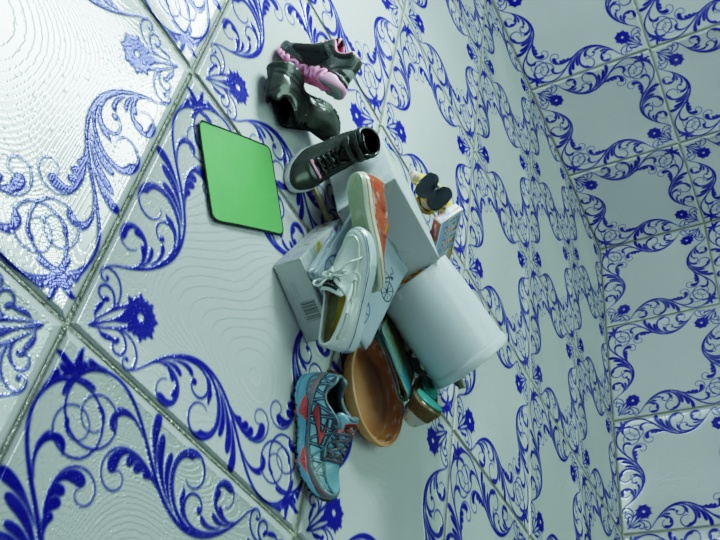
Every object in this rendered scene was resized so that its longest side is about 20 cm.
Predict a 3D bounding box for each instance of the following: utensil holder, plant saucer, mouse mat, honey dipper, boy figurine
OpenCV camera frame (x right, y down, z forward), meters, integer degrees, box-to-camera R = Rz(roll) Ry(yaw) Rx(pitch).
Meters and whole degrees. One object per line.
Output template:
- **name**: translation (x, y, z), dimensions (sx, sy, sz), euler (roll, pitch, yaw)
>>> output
- **utensil holder**: translation (0.155, 0.098, 1.582), dimensions (0.201, 0.170, 0.170), euler (54, 27, 2)
- **plant saucer**: translation (0.020, 0.221, 1.504), dimensions (0.200, 0.037, 0.202), euler (43, 40, -50)
- **mouse mat**: translation (-0.187, -0.143, 1.312), dimensions (0.199, 0.007, 0.163), euler (10, 68, -61)
- **honey dipper**: translation (-0.055, -0.085, 1.523), dimensions (0.201, 0.038, 0.038), euler (64, 28, -14)
- **boy figurine**: translation (0.143, -0.159, 1.713), dimensions (0.124, 0.064, 0.200), euler (46, -1, 0)

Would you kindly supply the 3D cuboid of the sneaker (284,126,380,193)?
- **sneaker**: translation (-0.045, -0.203, 1.465), dimensions (0.199, 0.099, 0.071), euler (-36, 107, -34)

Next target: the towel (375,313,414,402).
- **towel**: translation (0.066, 0.158, 1.567), dimensions (0.200, 0.021, 0.148), euler (-48, 118, -80)

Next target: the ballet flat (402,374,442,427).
- **ballet flat**: translation (0.110, 0.252, 1.544), dimensions (0.068, 0.072, 0.200), euler (40, 8, -4)

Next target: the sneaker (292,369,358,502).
- **sneaker**: translation (-0.049, 0.253, 1.278), dimensions (0.079, 0.095, 0.202), euler (17, 61, -60)

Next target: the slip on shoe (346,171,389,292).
- **slip on shoe**: translation (0.022, -0.064, 1.376), dimensions (0.061, 0.074, 0.202), euler (-1, 82, -36)

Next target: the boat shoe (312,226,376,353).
- **boat shoe**: translation (-0.035, 0.025, 1.306), dimensions (0.086, 0.074, 0.204), euler (17, 82, -45)

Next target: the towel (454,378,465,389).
- **towel**: translation (0.176, 0.142, 1.769), dimensions (0.193, 0.034, 0.202), euler (-145, -142, -79)

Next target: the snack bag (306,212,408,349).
- **snack bag**: translation (0.000, 0.000, 1.418), dimensions (0.189, 0.021, 0.201), euler (55, 47, -31)

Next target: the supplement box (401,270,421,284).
- **supplement box**: translation (0.090, -0.068, 1.769), dimensions (0.069, 0.066, 0.202), euler (1, 75, -63)

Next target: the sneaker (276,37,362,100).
- **sneaker**: translation (-0.070, -0.381, 1.484), dimensions (0.200, 0.096, 0.079), euler (37, -1, 38)

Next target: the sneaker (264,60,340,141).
- **sneaker**: translation (-0.110, -0.283, 1.488), dimensions (0.200, 0.075, 0.092), euler (39, 52, -41)

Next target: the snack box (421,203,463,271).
- **snack box**: translation (0.162, -0.039, 1.690), dimensions (0.072, 0.024, 0.201), euler (-32, 146, -36)

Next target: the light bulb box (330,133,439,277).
- **light bulb box**: translation (0.041, -0.115, 1.563), dimensions (0.199, 0.124, 0.201), euler (58, 10, -31)

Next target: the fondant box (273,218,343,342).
- **fondant box**: translation (-0.061, 0.013, 1.427), dimensions (0.146, 0.058, 0.200), euler (68, 26, -15)

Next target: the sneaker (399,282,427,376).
- **sneaker**: translation (0.113, 0.120, 1.701), dimensions (0.074, 0.079, 0.202), euler (-33, 108, -65)
